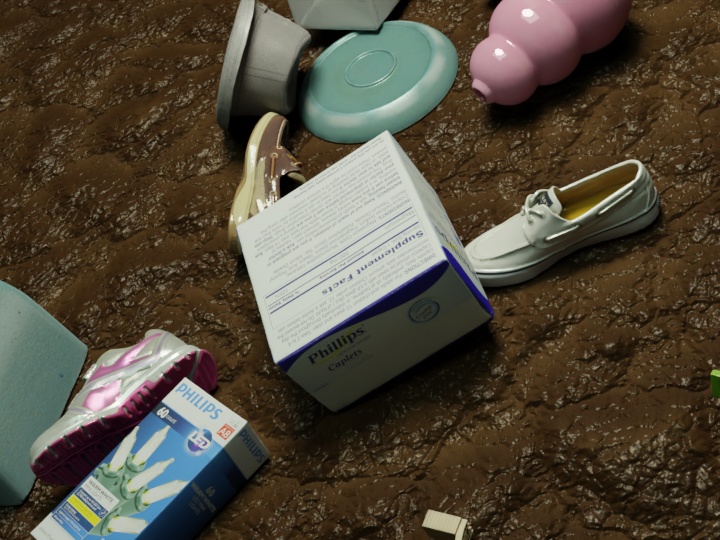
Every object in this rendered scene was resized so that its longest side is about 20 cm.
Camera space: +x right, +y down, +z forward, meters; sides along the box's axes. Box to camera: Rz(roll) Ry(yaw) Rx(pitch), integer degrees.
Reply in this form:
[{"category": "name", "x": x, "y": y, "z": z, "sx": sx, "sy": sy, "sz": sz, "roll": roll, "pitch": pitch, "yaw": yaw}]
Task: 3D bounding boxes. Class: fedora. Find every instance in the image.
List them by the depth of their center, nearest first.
[{"category": "fedora", "x": -0.111, "y": -0.243, "z": 1.452, "sx": 0.090, "sy": 0.177, "sz": 0.200, "roll": 13, "pitch": 10, "yaw": -5}]

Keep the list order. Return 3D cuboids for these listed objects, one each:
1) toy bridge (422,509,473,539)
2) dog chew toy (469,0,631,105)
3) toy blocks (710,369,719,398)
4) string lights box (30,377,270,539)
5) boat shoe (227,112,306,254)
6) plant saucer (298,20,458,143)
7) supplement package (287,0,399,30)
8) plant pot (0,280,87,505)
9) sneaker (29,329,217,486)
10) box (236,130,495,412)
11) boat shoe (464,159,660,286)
[{"category": "toy bridge", "x": 0.049, "y": 0.285, "z": 0.964, "sx": 0.067, "sy": 0.027, "sz": 0.200, "roll": 7, "pitch": 55, "yaw": 29}, {"category": "dog chew toy", "x": 0.195, "y": -0.258, "z": 1.324, "sx": 0.200, "sy": 0.125, "sz": 0.124, "roll": -46, "pitch": 46, "yaw": -7}, {"category": "toy blocks", "x": 0.393, "y": 0.073, "z": 0.954, "sx": 0.200, "sy": 0.100, "sz": 0.137, "roll": 12, "pitch": 46, "yaw": 34}, {"category": "string lights box", "x": -0.190, "y": 0.204, "z": 1.131, "sx": 0.103, "sy": 0.059, "sz": 0.200, "roll": 27, "pitch": 66, "yaw": 42}, {"category": "boat shoe", "x": -0.093, "y": -0.094, "z": 1.356, "sx": 0.072, "sy": 0.072, "sz": 0.200, "roll": 7, "pitch": 46, "yaw": 5}, {"category": "plant saucer", "x": 0.015, "y": -0.229, "z": 1.447, "sx": 0.200, "sy": 0.027, "sz": 0.200, "roll": -14, "pitch": 45, "yaw": 15}, {"category": "supplement package", "x": -0.001, "y": -0.401, "z": 1.524, "sx": 0.120, "sy": 0.121, "sz": 0.200, "roll": 7, "pitch": 46, "yaw": 30}, {"category": "plant pot", "x": -0.433, "y": 0.099, "z": 1.244, "sx": 0.195, "sy": 0.200, "sz": 0.197, "roll": -4, "pitch": 49, "yaw": 24}, {"category": "sneaker", "x": -0.240, "y": 0.132, "z": 1.214, "sx": 0.200, "sy": 0.081, "sz": 0.088, "roll": -35, "pitch": 43, "yaw": -18}, {"category": "box", "x": 0.000, "y": 0.000, "z": 1.174, "sx": 0.184, "sy": 0.105, "sz": 0.200, "roll": -32, "pitch": 43, "yaw": 11}, {"category": "boat shoe", "x": 0.182, "y": -0.050, "z": 1.170, "sx": 0.200, "sy": 0.070, "sz": 0.071, "roll": -20, "pitch": 44, "yaw": 11}]
